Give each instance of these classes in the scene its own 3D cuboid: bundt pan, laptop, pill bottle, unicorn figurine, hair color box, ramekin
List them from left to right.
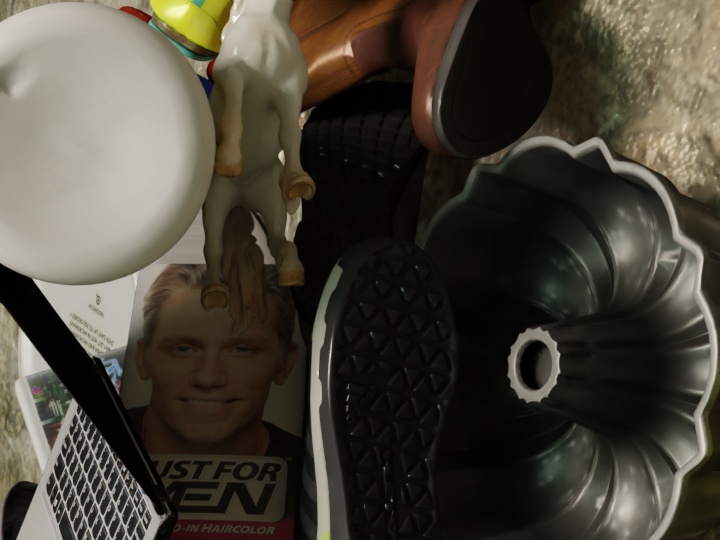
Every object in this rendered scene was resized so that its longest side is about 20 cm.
[{"bbox_3d":[-0.162,0.081,0.699,0.201,0.115,0.187,-67,24,9],"label":"laptop"},{"bbox_3d":[-0.124,-0.055,0.680,0.200,0.108,0.110,-154,74,-79],"label":"pill bottle"},{"bbox_3d":[-0.142,0.042,0.988,0.202,0.094,0.204,-12,74,50],"label":"ramekin"},{"bbox_3d":[-0.076,0.090,0.798,0.061,0.099,0.201,88,-177,-49],"label":"hair color box"},{"bbox_3d":[-0.042,-0.072,0.700,0.200,0.073,0.138,-53,30,40],"label":"unicorn figurine"},{"bbox_3d":[0.103,0.045,0.690,0.201,0.075,0.204,-13,73,51],"label":"bundt pan"}]

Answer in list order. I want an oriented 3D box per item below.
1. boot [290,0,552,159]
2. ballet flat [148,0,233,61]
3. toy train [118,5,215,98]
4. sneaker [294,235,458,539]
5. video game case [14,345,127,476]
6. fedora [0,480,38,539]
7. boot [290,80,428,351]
[{"bbox_3d":[-0.003,-0.105,0.775,0.199,0.069,0.189,-15,45,33],"label":"boot"},{"bbox_3d":[-0.079,-0.162,0.918,0.067,0.067,0.200,-59,3,9],"label":"ballet flat"},{"bbox_3d":[-0.169,-0.129,0.970,0.116,0.199,0.085,29,93,58],"label":"toy train"},{"bbox_3d":[-0.007,0.085,0.706,0.083,0.071,0.202,2,89,59],"label":"sneaker"},{"bbox_3d":[-0.074,0.112,0.836,0.023,0.180,0.201,92,156,-50],"label":"video game case"},{"bbox_3d":[-0.120,0.178,0.897,0.090,0.200,0.177,-40,44,9],"label":"fedora"},{"bbox_3d":[0.000,0.000,0.825,0.201,0.069,0.132,-72,-18,-46],"label":"boot"}]
